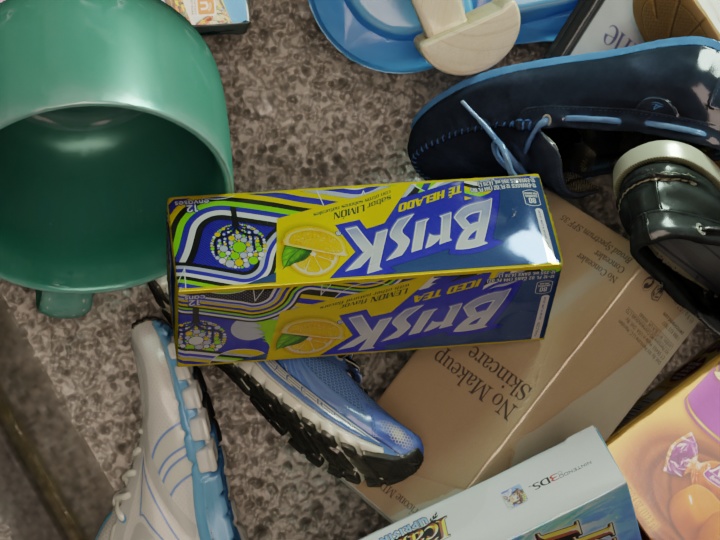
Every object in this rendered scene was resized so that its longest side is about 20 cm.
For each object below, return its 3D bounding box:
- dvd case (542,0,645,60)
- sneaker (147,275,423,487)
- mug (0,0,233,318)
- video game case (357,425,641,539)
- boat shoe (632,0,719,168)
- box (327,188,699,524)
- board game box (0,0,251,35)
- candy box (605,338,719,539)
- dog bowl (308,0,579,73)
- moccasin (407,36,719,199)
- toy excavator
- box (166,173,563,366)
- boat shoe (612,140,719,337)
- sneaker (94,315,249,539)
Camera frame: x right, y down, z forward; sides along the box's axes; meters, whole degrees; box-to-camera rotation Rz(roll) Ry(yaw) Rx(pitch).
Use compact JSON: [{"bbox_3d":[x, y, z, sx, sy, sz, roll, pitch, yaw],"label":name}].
[{"bbox_3d":[0.204,-0.163,1.175,0.143,0.018,0.200,34,88,-33],"label":"dvd case"},{"bbox_3d":[-0.032,0.035,1.134,0.089,0.079,0.200,-41,65,-11],"label":"sneaker"},{"bbox_3d":[-0.157,-0.070,1.104,0.185,0.115,0.152,-35,136,30],"label":"mug"},{"bbox_3d":[0.070,0.192,1.121,0.181,0.200,0.046,-26,49,-4],"label":"video game case"},{"bbox_3d":[0.228,-0.091,1.147,0.069,0.071,0.200,-39,108,-30],"label":"boat shoe"},{"bbox_3d":[0.086,0.067,1.150,0.200,0.095,0.078,-53,138,-4],"label":"box"},{"bbox_3d":[-0.166,-0.201,1.154,0.199,0.064,0.148,-5,91,-6],"label":"board game box"},{"bbox_3d":[0.237,0.091,1.193,0.200,0.056,0.117,-37,92,-5],"label":"candy box"},{"bbox_3d":[0.065,-0.175,1.180,0.199,0.050,0.112,-12,91,-5],"label":"dog bowl"},{"bbox_3d":[0.108,-0.073,1.112,0.200,0.080,0.068,-14,61,36],"label":"moccasin"},{"bbox_3d":[0.050,-0.233,1.109,0.194,0.100,0.200,39,98,-14],"label":"toy excavator"},{"bbox_3d":[0.000,0.000,1.083,0.199,0.070,0.064,-5,53,-9],"label":"box"},{"bbox_3d":[0.205,0.011,1.093,0.074,0.066,0.199,-24,131,31],"label":"boat shoe"},{"bbox_3d":[-0.113,0.127,1.158,0.086,0.075,0.201,-13,91,1],"label":"sneaker"}]
